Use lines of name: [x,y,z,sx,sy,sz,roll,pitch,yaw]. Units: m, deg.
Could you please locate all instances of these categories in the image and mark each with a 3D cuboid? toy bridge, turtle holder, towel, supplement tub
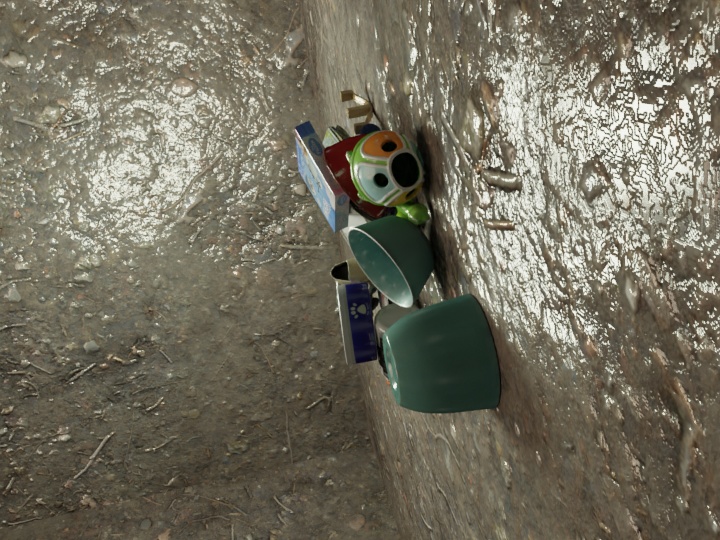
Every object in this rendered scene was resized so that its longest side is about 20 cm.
toy bridge: [-0.002,-0.420,1.785,0.200,0.067,0.027,-109,10,-46]
turtle holder: [0.060,-0.178,1.314,0.132,0.141,0.186,-158,63,-64]
towel: [-0.061,-0.252,1.730,0.171,0.048,0.200,56,134,48]
supplement tub: [0.101,0.190,1.668,0.123,0.122,0.200,-110,11,-56]

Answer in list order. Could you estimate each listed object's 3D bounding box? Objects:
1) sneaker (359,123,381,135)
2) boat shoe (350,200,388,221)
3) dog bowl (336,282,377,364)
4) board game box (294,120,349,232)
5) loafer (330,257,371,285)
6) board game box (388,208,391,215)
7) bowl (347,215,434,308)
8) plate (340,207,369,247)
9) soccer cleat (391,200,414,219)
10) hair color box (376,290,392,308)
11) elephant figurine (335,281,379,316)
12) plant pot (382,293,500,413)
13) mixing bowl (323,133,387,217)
sneaker: [0.037,-0.264,1.688,0.078,0.070,0.200,119,139,-70]
boat shoe: [-0.011,-0.188,1.617,0.201,0.072,0.066,48,-172,-11]
dog bowl: [-0.009,0.132,1.700,0.200,0.079,0.201,172,90,-89]
board game box: [-0.090,-0.216,1.595,0.199,0.043,0.200,59,167,18]
loafer: [0.000,0.000,1.731,0.200,0.068,0.076,-21,70,41]
board game box: [0.012,-0.218,1.853,0.105,0.103,0.200,89,169,-54]
bowl: [0.076,-0.033,1.387,0.201,0.105,0.201,45,161,20]
plate: [0.005,-0.097,1.768,0.200,0.032,0.200,4,131,56]
soccer cleat: [0.093,-0.109,1.526,0.200,0.067,0.081,123,148,-76]
hair color box: [0.090,0.078,1.858,0.200,0.061,0.102,151,110,-84]
elephant figurine: [0.002,0.035,1.858,0.142,0.155,0.200,-54,-18,-46]
plant pot: [0.128,0.153,1.159,0.201,0.161,0.201,169,90,-85]
mixing bowl: [0.025,-0.229,1.507,0.200,0.108,0.200,44,-157,-23]
